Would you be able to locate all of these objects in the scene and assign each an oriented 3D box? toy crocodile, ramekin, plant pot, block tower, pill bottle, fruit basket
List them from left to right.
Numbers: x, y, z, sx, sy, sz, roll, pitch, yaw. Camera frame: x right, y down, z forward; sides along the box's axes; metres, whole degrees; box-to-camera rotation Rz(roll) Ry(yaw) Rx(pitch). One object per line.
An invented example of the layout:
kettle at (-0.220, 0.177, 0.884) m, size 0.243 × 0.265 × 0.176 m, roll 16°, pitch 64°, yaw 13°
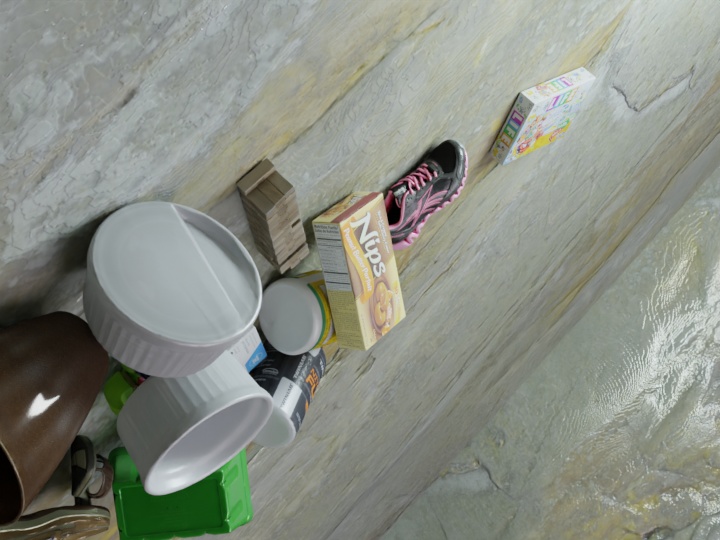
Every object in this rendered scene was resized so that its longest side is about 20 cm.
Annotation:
plant pot at (-0.369, 0.136, 1.347) m, size 0.200 × 0.186 × 0.188 m, roll -47°, pitch 166°, yaw -44°
toy crocodile at (-0.260, 0.116, 1.657) m, size 0.199 × 0.062 × 0.068 m, roll -36°, pitch 157°, yaw -31°
ramekin at (-0.217, 0.028, 1.397) m, size 0.201 × 0.203 × 0.095 m, roll -26°, pitch 159°, yaw -44°
fruit basket at (-0.256, 0.317, 1.802) m, size 0.215 × 0.213 × 0.158 m, roll -19°, pitch 106°, yaw -52°
ramekin at (-0.220, 0.191, 1.622) m, size 0.199 × 0.098 × 0.201 m, roll -34°, pitch 158°, yaw -15°
block tower at (-0.112, -0.065, 1.635) m, size 0.054 × 0.058 × 0.201 m, roll -42°, pitch 158°, yaw -14°
pill bottle at (-0.116, 0.163, 1.907) m, size 0.107 × 0.105 × 0.201 m, roll 111°, pitch 2°, yaw -46°
pill bottle at (-0.054, 0.054, 1.886) m, size 0.199 × 0.113 × 0.113 m, roll -16°, pitch 144°, yaw -56°

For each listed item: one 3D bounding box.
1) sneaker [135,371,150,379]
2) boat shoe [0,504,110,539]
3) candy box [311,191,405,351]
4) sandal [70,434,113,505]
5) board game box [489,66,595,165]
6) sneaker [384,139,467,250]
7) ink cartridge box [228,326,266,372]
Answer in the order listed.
sneaker at (-0.241, 0.062, 1.544) m, size 0.075 × 0.078 × 0.202 m, roll -24°, pitch 141°, yaw -44°
boat shoe at (-0.426, 0.364, 1.665) m, size 0.198 × 0.077 × 0.072 m, roll -5°, pitch 152°, yaw -29°
candy box at (0.000, 0.000, 1.812) m, size 0.115 × 0.055 × 0.203 m, roll -38°, pitch 123°, yaw -48°
sandal at (-0.367, 0.281, 1.709) m, size 0.056 × 0.081 × 0.202 m, roll -2°, pitch 153°, yaw -12°
board game box at (0.315, -0.268, 2.155) m, size 0.199 × 0.034 × 0.135 m, roll -27°, pitch 151°, yaw -44°
sneaker at (0.086, -0.121, 1.924) m, size 0.201 × 0.079 × 0.095 m, roll -53°, pitch 148°, yaw 10°
ink cartridge box at (-0.232, 0.146, 1.759) m, size 0.200 × 0.068 × 0.116 m, roll -42°, pitch 159°, yaw -12°
